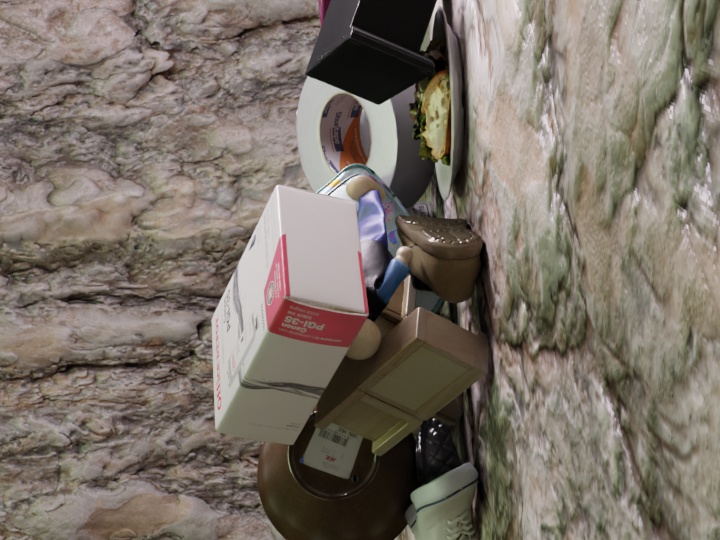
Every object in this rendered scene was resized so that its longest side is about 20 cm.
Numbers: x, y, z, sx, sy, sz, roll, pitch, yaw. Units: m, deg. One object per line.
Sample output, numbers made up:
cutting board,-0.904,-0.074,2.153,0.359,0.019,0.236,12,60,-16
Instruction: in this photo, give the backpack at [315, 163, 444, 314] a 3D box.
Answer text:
backpack,0.000,0.000,1.598,0.200,0.176,0.153,51,171,2

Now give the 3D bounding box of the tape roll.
tape roll,0.006,-0.165,1.727,0.200,0.066,0.201,17,111,51

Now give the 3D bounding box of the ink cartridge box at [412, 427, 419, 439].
ink cartridge box,0.069,0.148,1.701,0.200,0.067,0.117,92,175,-60

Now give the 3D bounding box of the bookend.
bookend,0.036,-0.292,1.474,0.199,0.092,0.200,167,122,-75

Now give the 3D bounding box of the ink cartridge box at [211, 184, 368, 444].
ink cartridge box,-0.070,0.045,1.326,0.147,0.083,0.200,-98,27,-43

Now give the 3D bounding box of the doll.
doll,-0.004,0.007,1.368,0.136,0.048,0.200,-39,37,30

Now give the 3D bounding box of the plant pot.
plant pot,-0.025,0.203,1.507,0.200,0.186,0.187,85,-179,-75

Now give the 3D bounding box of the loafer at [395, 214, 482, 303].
loafer,0.072,-0.014,1.392,0.200,0.076,0.068,-109,22,-81

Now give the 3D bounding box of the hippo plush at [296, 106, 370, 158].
hippo plush,0.030,-0.199,1.886,0.200,0.159,0.161,-52,31,5

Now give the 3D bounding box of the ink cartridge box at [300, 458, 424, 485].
ink cartridge box,0.001,0.257,1.842,0.039,0.199,0.100,-97,3,-63

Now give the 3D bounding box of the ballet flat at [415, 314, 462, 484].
ballet flat,0.091,0.142,1.564,0.066,0.057,0.200,78,-166,-63

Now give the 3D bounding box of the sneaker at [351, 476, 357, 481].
sneaker,0.005,0.195,1.655,0.071,0.073,0.200,-176,70,-77

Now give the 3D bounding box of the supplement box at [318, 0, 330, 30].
supplement box,0.012,-0.380,1.782,0.200,0.131,0.103,92,173,-68

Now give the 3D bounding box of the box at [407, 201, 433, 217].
box,0.063,0.027,1.796,0.117,0.060,0.200,-96,5,-53

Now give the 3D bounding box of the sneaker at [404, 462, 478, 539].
sneaker,0.093,0.249,1.457,0.071,0.073,0.200,60,168,17

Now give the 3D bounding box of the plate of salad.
plate of salad,0.075,-0.172,1.483,0.200,0.048,0.201,177,90,-88

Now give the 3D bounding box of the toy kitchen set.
toy kitchen set,0.076,0.065,1.408,0.180,0.163,0.200,-44,29,42
